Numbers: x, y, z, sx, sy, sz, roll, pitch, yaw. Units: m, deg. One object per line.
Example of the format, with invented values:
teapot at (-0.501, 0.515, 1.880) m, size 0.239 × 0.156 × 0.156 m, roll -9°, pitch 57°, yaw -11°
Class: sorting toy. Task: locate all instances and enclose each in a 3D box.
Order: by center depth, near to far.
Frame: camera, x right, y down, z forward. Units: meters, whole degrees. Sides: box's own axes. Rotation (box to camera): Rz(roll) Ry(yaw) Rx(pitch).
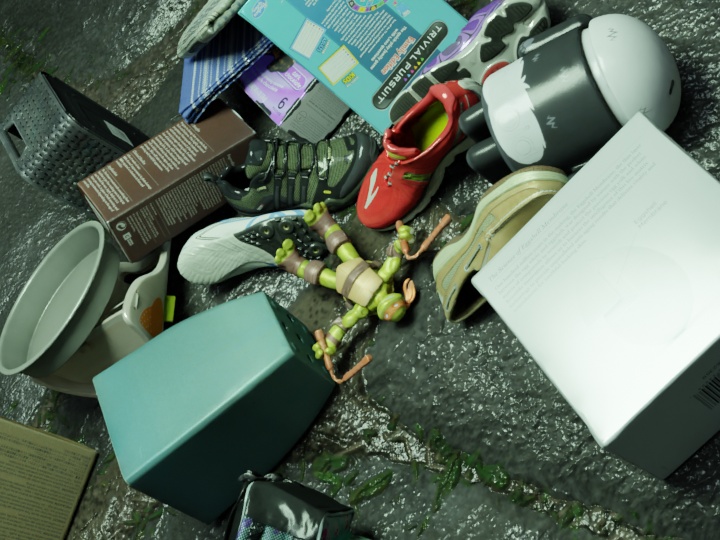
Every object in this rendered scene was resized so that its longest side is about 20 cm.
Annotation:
sorting toy at (-0.274, 0.042, 1.348) m, size 0.200 × 0.107 × 0.181 m, roll -28°, pitch 41°, yaw 38°

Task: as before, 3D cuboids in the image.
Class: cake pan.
cake pan at (-0.341, 0.037, 1.307) m, size 0.200 × 0.037 × 0.201 m, roll -35°, pitch 35°, yaw 30°

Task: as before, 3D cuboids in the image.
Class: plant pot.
plant pot at (-0.138, 0.128, 1.164) m, size 0.200 × 0.141 × 0.142 m, roll -37°, pitch 50°, yaw 9°

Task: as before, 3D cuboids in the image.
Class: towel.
towel at (-0.133, -0.332, 1.300) m, size 0.200 × 0.035 × 0.192 m, roll -52°, pitch 15°, yaw -9°
towel at (-0.138, -0.270, 1.339) m, size 0.200 × 0.024 × 0.145 m, roll -36°, pitch 36°, yaw 24°

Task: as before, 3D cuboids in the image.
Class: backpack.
backpack at (-0.067, 0.294, 0.992) m, size 0.150 × 0.178 × 0.201 m, roll 24°, pitch 84°, yaw 13°

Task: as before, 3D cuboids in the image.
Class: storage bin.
storage bin at (-0.326, -0.137, 1.401) m, size 0.094 × 0.200 × 0.135 m, roll -49°, pitch 47°, yaw 10°

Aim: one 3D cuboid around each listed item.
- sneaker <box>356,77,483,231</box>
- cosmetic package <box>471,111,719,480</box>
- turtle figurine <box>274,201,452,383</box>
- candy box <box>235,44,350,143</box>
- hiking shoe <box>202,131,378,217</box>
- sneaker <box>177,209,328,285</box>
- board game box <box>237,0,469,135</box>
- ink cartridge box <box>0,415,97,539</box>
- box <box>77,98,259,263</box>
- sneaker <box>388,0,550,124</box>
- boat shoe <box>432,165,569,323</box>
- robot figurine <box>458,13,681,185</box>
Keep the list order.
sneaker at (0.046, -0.118, 1.145) m, size 0.077 × 0.085 × 0.200 m, roll 55°, pitch 126°, yaw 23°
cosmetic package at (0.233, 0.020, 0.922) m, size 0.199 × 0.123 × 0.200 m, roll -45°, pitch 49°, yaw 12°
turtle figurine at (0.000, 0.000, 1.160) m, size 0.161 × 0.064 × 0.200 m, roll 39°, pitch 102°, yaw 29°
candy box at (-0.048, -0.266, 1.328) m, size 0.200 × 0.071 × 0.168 m, roll -50°, pitch 46°, yaw 8°
hiking shoe at (-0.076, -0.107, 1.251) m, size 0.199 × 0.101 × 0.076 m, roll -21°, pitch 57°, yaw 30°
sneaker at (-0.115, -0.036, 1.275) m, size 0.199 × 0.072 × 0.073 m, roll -12°, pitch 33°, yaw 26°
board game box at (-0.006, -0.267, 1.218) m, size 0.151 × 0.200 × 0.047 m, roll -49°, pitch 10°, yaw 8°
ink cartridge box at (-0.415, 0.247, 1.283) m, size 0.075 × 0.200 × 0.165 m, roll 11°, pitch 75°, yaw 42°
box at (-0.215, -0.107, 1.333) m, size 0.200 × 0.075 × 0.100 m, roll -34°, pitch 46°, yaw -11°
sneaker at (0.114, -0.211, 1.184) m, size 0.200 × 0.081 × 0.084 m, roll -40°, pitch 23°, yaw 19°
boat shoe at (0.128, -0.014, 1.024) m, size 0.200 × 0.071 × 0.077 m, roll 124°, pitch 152°, yaw -54°
robot figurine at (0.191, -0.147, 1.043) m, size 0.199 × 0.125 × 0.151 m, roll -27°, pitch 95°, yaw 27°
